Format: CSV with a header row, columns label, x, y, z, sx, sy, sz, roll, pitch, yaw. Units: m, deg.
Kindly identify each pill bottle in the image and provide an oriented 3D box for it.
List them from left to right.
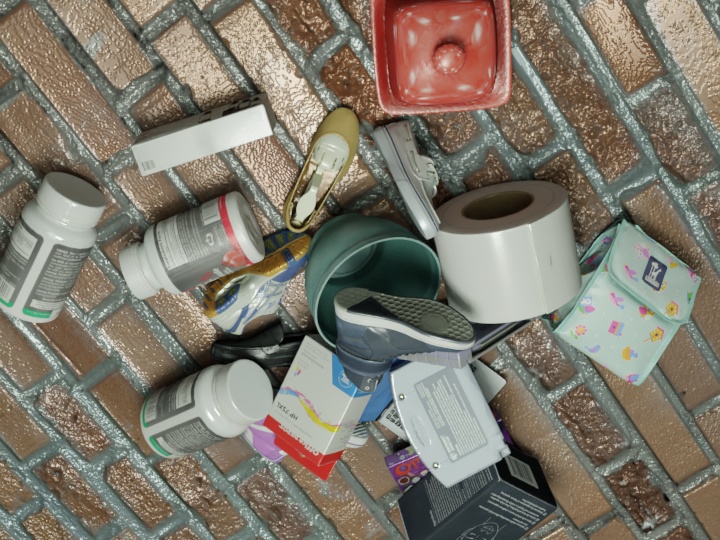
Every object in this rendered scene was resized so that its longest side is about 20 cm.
label,x,y,z,sx,sy,sz,roll,pitch,yaw
pill bottle,-0.457,-0.034,1.648,0.113,0.113,0.201,28,109,-11
pill bottle,-0.251,-0.031,1.663,0.199,0.111,0.111,-22,110,8
pill bottle,-0.235,0.211,1.720,0.199,0.113,0.113,-24,112,36

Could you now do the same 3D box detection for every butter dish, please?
label,x,y,z,sx,sy,sz,roll,pitch,yaw
butter dish,0.115,-0.303,1.544,0.198,0.148,0.202,-4,112,1

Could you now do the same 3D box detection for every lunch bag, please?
label,x,y,z,sx,sy,sz,roll,pitch,yaw
lunch bag,0.401,0.044,1.702,0.170,0.122,0.201,34,99,-11

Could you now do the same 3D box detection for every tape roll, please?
label,x,y,z,sx,sy,sz,roll,pitch,yaw
tape roll,0.211,-0.031,1.624,0.201,0.203,0.140,-13,110,4

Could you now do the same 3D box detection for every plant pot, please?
label,x,y,z,sx,sy,sz,roll,pitch,yaw
plant pot,0.000,0.000,1.646,0.199,0.134,0.202,-16,131,-19

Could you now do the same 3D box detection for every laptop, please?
label,x,y,z,sx,sy,sz,roll,pitch,yaw
laptop,0.098,0.205,1.757,0.199,0.116,0.188,36,107,-7

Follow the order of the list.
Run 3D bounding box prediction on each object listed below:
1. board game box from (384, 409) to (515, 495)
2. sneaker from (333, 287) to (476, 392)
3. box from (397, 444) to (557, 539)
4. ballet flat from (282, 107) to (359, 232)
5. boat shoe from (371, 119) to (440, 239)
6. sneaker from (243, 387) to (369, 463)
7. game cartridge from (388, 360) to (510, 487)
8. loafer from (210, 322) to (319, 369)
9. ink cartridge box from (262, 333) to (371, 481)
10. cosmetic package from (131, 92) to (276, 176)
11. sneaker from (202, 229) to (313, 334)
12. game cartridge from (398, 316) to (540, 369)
label,x,y,z,sx,sy,sz,roll,pitch,yaw
board game box,0.150,0.304,1.820,0.199,0.032,0.120,-24,129,6
sneaker,0.059,0.110,1.570,0.201,0.077,0.147,14,128,14
box,0.185,0.375,1.800,0.148,0.107,0.200,31,115,-34
ballet flat,-0.055,-0.141,1.649,0.068,0.063,0.201,23,109,-8
boat shoe,0.079,-0.139,1.595,0.066,0.201,0.074,-25,153,2
sneaker,-0.091,0.266,1.809,0.199,0.073,0.115,18,114,3
game cartridge,0.127,0.217,1.692,0.132,0.042,0.201,-26,97,1
loafer,-0.133,0.115,1.749,0.199,0.068,0.071,2,104,-7
ink cartridge box,-0.066,0.210,1.692,0.116,0.067,0.201,31,104,24
cosmetic package,-0.224,-0.198,1.615,0.198,0.083,0.051,-17,108,5
sneaker,-0.144,0.018,1.716,0.199,0.075,0.088,-35,133,7
game cartridge,0.158,0.085,1.655,0.129,0.199,0.039,10,117,43
